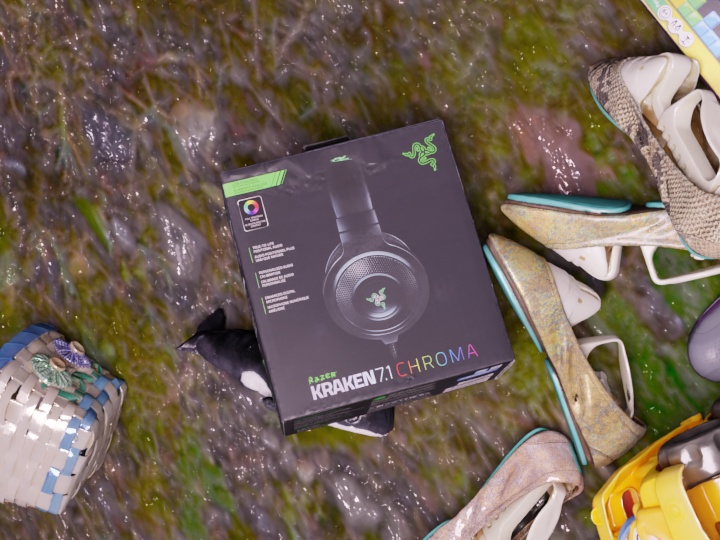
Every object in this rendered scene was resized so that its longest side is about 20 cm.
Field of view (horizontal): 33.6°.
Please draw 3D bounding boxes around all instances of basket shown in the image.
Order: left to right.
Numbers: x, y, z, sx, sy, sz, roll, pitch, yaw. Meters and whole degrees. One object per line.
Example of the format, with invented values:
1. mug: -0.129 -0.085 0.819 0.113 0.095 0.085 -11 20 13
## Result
1. basket: -0.312 0.112 1.021 0.199 0.176 0.140 18 103 -1

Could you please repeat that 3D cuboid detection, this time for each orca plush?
1. orca plush: -0.053 0.063 0.959 0.199 0.105 0.072 26 107 41

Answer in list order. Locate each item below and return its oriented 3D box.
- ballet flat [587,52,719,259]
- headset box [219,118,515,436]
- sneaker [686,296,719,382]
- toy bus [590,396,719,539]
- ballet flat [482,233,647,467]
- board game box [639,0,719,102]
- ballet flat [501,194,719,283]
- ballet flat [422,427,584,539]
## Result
1. ballet flat: 0.217 -0.099 0.810 0.076 0.067 0.201 103 157 -47
2. headset box: 0.000 0.000 0.881 0.173 0.093 0.201 -13 77 -7
3. sneaker: 0.318 0.028 0.819 0.199 0.087 0.075 -24 87 21
4. toy bus: 0.229 0.165 0.815 0.192 0.199 0.136 -25 87 47
5. ballet flat: 0.156 0.051 0.880 0.070 0.071 0.201 -21 105 21
6. board game box: 0.318 -0.165 0.817 0.165 0.057 0.200 -40 81 20
7. ballet flat: 0.200 -0.023 0.862 0.199 0.071 0.071 1 96 18
8. ballet flat: 0.099 0.211 0.923 0.200 0.068 0.067 -53 44 18
